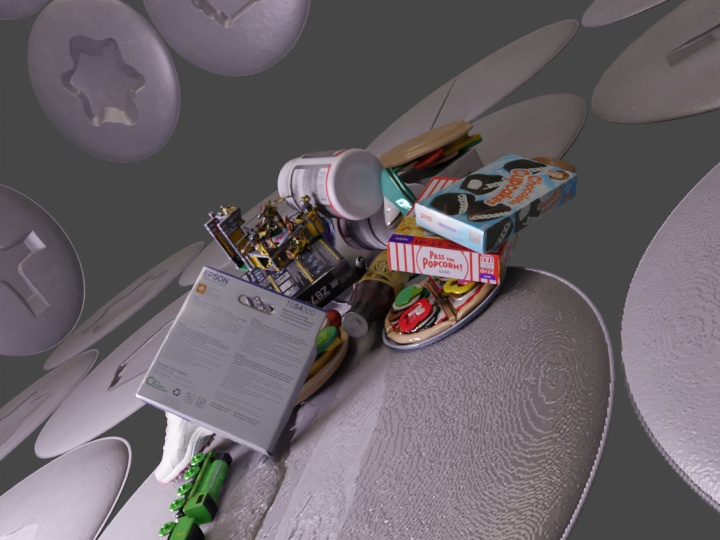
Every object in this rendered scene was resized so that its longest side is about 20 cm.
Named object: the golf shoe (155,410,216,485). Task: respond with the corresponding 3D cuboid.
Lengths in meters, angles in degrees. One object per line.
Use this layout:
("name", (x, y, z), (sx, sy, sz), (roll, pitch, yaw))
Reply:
("golf shoe", (-0.243, 0.216, 1.016), (0.200, 0.091, 0.075), (-52, 1, 16))

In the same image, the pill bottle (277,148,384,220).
("pill bottle", (-0.053, -0.146, 1.223), (0.114, 0.114, 0.199), (-42, 26, -22))

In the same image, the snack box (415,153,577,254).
("snack box", (0.182, -0.094, 0.951), (0.199, 0.037, 0.116), (-30, 40, -33))

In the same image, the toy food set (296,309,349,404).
("toy food set", (-0.099, 0.135, 1.060), (0.197, 0.049, 0.200), (-38, 16, -7))

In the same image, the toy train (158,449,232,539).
("toy train", (-0.204, 0.291, 0.892), (0.056, 0.042, 0.200), (-21, 20, 14))

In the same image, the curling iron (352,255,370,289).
("curling iron", (0.000, 0.000, 1.143), (0.200, 0.025, 0.050), (68, -135, -80))

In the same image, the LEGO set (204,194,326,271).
("LEGO set", (-0.164, -0.081, 1.181), (0.154, 0.116, 0.200), (-42, 26, -17))

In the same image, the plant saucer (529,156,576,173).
("plant saucer", (0.241, -0.124, 1.133), (0.199, 0.036, 0.200), (-33, 17, 11))

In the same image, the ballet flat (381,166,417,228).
("ballet flat", (0.079, -0.078, 1.112), (0.070, 0.200, 0.067), (-45, -25, 7))

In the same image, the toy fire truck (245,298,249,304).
("toy fire truck", (-0.127, 0.047, 1.243), (0.140, 0.049, 0.202), (-11, 63, 9))

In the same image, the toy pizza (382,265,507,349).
("toy pizza", (0.108, 0.032, 0.980), (0.199, 0.032, 0.200), (-33, 17, 11))

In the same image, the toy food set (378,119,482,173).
("toy food set", (0.116, -0.217, 1.307), (0.199, 0.049, 0.198), (-28, 13, -16))

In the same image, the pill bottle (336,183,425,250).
("pill bottle", (0.048, -0.096, 1.279), (0.114, 0.114, 0.200), (-43, 18, -22))

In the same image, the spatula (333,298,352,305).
("spatula", (-0.029, 0.050, 1.222), (0.056, 0.021, 0.199), (-26, 10, -39))

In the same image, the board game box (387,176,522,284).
("board game box", (0.141, -0.061, 0.986), (0.150, 0.047, 0.200), (8, 35, 22))

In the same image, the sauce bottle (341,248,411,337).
("sauce bottle", (0.026, 0.032, 1.069), (0.066, 0.066, 0.200), (-27, 15, 28))

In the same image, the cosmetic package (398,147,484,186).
("cosmetic package", (0.138, -0.153, 1.329), (0.107, 0.085, 0.200), (-38, 17, -23))

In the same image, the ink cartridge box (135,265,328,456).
("ink cartridge box", (-0.166, 0.116, 0.958), (0.043, 0.195, 0.201), (81, -149, -65))

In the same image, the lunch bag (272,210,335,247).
("lunch bag", (-0.130, -0.036, 1.384), (0.201, 0.126, 0.170), (-62, 18, 2))

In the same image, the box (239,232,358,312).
("box", (-0.105, 0.014, 1.141), (0.161, 0.049, 0.200), (-39, 27, -4))
